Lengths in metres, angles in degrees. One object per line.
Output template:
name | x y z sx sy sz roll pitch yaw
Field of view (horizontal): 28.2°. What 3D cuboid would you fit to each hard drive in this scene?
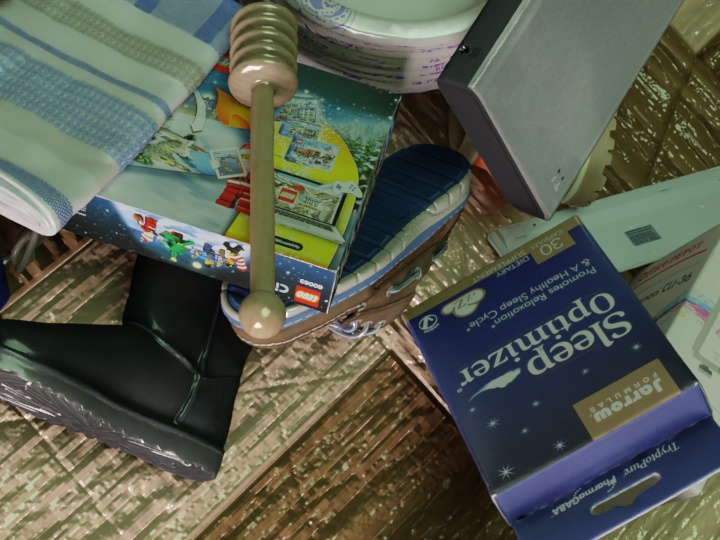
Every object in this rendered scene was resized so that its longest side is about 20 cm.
hard drive | 0.129 -0.148 0.841 0.033 0.140 0.200 22 73 36

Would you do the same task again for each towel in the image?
towel | -0.164 -0.112 0.749 0.147 0.024 0.200 28 51 10

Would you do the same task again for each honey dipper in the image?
honey dipper | -0.050 -0.053 0.718 0.038 0.038 0.200 11 51 -16

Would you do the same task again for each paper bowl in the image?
paper bowl | 0.016 -0.201 0.882 0.200 0.104 0.201 3 66 -8

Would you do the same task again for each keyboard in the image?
keyboard | 0.180 -0.028 0.940 0.200 0.011 0.056 -16 60 -24

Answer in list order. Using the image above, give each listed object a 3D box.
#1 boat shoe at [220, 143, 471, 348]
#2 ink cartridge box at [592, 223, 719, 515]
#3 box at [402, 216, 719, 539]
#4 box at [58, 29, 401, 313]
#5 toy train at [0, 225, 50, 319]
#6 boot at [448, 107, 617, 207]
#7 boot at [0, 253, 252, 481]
boat shoe | 0.000 0.000 0.821 0.072 0.073 0.200 25 42 32
ink cartridge box | 0.193 0.047 0.870 0.067 0.116 0.200 39 63 -5
box | 0.107 0.059 0.783 0.121 0.200 0.032 -30 128 3
box | -0.091 -0.067 0.768 0.199 0.038 0.137 18 50 3
toy train | -0.240 -0.006 0.755 0.116 0.085 0.200 31 63 7
boot | 0.111 -0.148 0.932 0.107 0.075 0.201 12 70 -11
boot | -0.116 -0.007 0.786 0.165 0.066 0.200 33 65 -37
